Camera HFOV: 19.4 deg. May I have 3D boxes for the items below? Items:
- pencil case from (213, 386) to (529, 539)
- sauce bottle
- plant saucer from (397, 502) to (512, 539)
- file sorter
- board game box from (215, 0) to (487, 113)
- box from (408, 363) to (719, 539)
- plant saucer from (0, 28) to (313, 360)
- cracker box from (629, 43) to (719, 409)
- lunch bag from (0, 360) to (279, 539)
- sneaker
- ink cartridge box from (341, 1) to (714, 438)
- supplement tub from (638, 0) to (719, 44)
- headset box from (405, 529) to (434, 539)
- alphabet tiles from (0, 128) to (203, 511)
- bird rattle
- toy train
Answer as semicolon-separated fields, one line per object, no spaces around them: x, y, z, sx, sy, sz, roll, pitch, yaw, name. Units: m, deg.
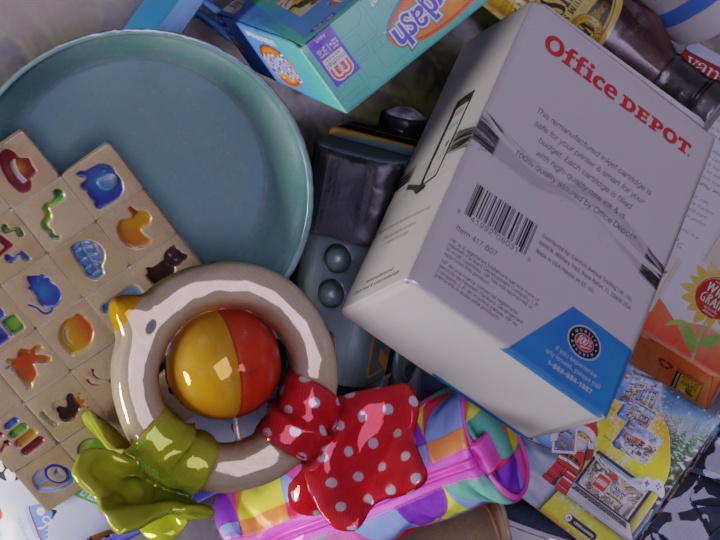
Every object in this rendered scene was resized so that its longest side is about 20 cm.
0.004;0.136;1.287;0.199;0.088;0.089;-27;102;22;pencil case
0.143;-0.156;1.314;0.200;0.066;0.066;37;90;12;sauce bottle
0.014;0.195;1.330;0.201;0.200;0.034;-58;145;1;plant saucer
-0.068;-0.139;1.278;0.122;0.139;0.201;35;90;-16;file sorter
0.013;-0.157;1.121;0.152;0.200;0.045;-38;108;-5;board game box
0.124;0.076;1.344;0.200;0.038;0.137;37;89;15;box
-0.127;-0.046;1.192;0.199;0.036;0.201;-3;114;-6;plant saucer
0.213;-0.031;1.322;0.134;0.058;0.200;32;67;13;cracker box
-0.164;0.075;1.293;0.199;0.124;0.171;-28;101;-14;lunch bag
0.181;0.132;1.389;0.201;0.077;0.147;12;86;-3;sneaker
0.099;-0.029;1.209;0.146;0.084;0.201;35;62;-17;ink cartridge box
0.183;-0.253;1.310;0.200;0.132;0.132;45;88;-13;supplement tub
0.061;0.273;1.342;0.148;0.075;0.201;32;91;32;headset box
-0.171;0.023;1.194;0.167;0.008;0.200;-33;113;8;alphabet tiles
-0.066;0.076;1.177;0.199;0.113;0.164;-11;98;-5;bird rattle
0.000;0.000;1.287;0.085;0.114;0.201;17;106;19;toy train
